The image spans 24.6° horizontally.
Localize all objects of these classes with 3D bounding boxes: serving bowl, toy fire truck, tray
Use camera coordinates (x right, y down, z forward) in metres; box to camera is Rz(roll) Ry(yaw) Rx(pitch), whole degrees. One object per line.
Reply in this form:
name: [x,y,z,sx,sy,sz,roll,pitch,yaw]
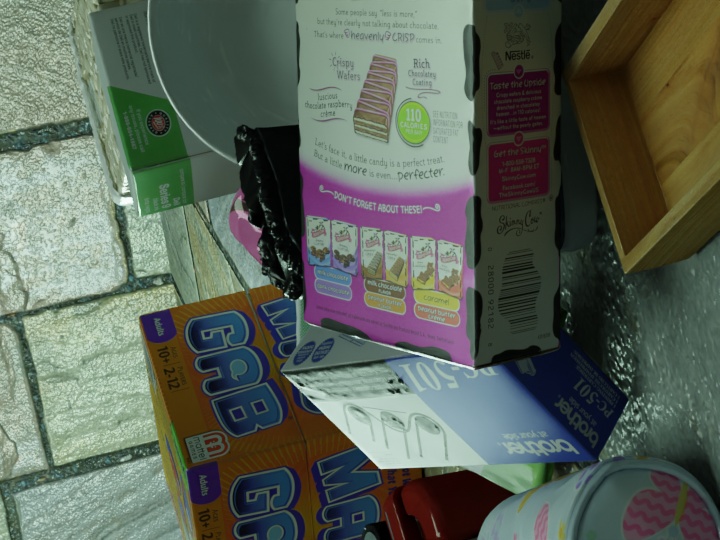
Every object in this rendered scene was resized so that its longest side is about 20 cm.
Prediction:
serving bowl: [-0.036,-0.164,1.074,0.066,0.198,0.202,-20,-82,-68]
toy fire truck: [0.073,0.207,1.079,0.200,0.127,0.177,119,139,-55]
tray: [0.135,-0.077,0.658,0.200,0.037,0.100,117,139,-71]

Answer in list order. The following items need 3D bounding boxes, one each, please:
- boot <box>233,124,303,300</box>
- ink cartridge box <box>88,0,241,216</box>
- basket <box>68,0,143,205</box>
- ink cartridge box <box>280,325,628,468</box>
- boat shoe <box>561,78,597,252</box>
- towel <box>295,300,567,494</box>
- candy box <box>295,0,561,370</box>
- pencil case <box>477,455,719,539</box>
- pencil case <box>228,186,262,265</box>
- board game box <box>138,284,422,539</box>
boot: [0.008,-0.078,0.945,0.073,0.161,0.200,115,141,-69]
ink cartridge box: [-0.096,-0.142,1.282,0.084,0.198,0.147,96,158,-64]
basket: [-0.149,-0.189,1.481,0.161,0.198,0.200,113,142,-67]
ink cartridge box: [0.047,0.064,0.921,0.094,0.044,0.199,45,151,-20]
boat shoe: [0.058,-0.095,0.874,0.075,0.085,0.204,104,151,-65]
towel: [0.035,0.049,1.014,0.199,0.031,0.150,25,132,34]
candy box: [0.031,-0.066,0.797,0.136,0.061,0.202,13,109,50]
pencil case: [0.119,0.149,0.853,0.200,0.082,0.091,122,128,-73]
pencil case: [0.000,0.000,1.117,0.200,0.094,0.091,46,180,16]
board game box: [-0.069,0.153,1.450,0.201,0.198,0.201,-117,18,-48]
